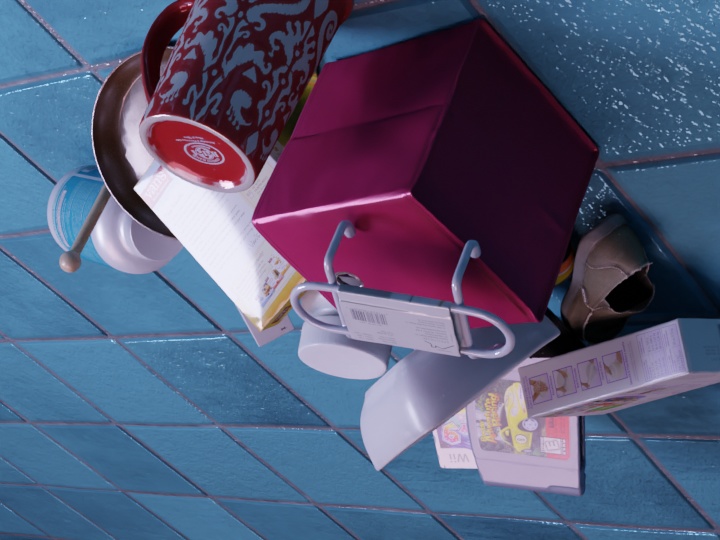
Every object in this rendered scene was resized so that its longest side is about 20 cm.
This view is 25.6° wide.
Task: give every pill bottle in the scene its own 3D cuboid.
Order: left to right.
[{"bbox_3d":[-0.265,-0.056,1.764,0.111,0.111,0.200,40,167,-30],"label":"pill bottle"},{"bbox_3d":[0.000,0.000,1.593,0.109,0.201,0.110,9,157,4],"label":"pill bottle"}]

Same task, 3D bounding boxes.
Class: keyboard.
[{"bbox_3d":[0.143,0.042,1.632,0.126,0.021,0.200,-2,150,35],"label":"keyboard"}]

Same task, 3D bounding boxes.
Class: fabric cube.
[{"bbox_3d":[0.061,-0.073,1.427,0.199,0.201,0.196,-7,139,44],"label":"fabric cube"}]

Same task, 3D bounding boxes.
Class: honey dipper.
[{"bbox_3d":[-0.269,-0.083,1.671,0.038,0.201,0.038,19,153,10],"label":"honey dipper"}]

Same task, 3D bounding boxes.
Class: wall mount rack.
[{"bbox_3d":[0.048,0.035,1.348,0.199,0.075,0.174,10,145,21],"label":"wall mount rack"}]

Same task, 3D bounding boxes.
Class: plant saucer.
[{"bbox_3d":[-0.179,-0.129,1.603,0.199,0.032,0.202,8,110,22],"label":"plant saucer"}]

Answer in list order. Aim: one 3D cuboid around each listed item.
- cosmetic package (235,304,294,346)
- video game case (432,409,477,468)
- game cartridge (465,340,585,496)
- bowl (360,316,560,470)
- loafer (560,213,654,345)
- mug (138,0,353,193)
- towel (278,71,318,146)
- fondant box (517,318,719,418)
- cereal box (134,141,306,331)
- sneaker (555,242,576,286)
[{"bbox_3d":[-0.144,-0.030,1.739,0.151,0.051,0.200,58,174,36],"label":"cosmetic package"},{"bbox_3d":[0.140,0.137,1.818,0.142,0.018,0.201,-3,113,25],"label":"video game case"},{"bbox_3d":[0.184,0.158,1.777,0.132,0.041,0.201,5,116,23],"label":"game cartridge"},{"bbox_3d":[0.088,0.104,1.587,0.075,0.199,0.200,55,156,7],"label":"bowl"},{"bbox_3d":[0.248,0.026,1.577,0.070,0.075,0.200,50,166,27],"label":"loafer"},{"bbox_3d":[-0.112,-0.172,1.384,0.133,0.201,0.177,33,151,-21],"label":"mug"},{"bbox_3d":[-0.076,-0.173,1.557,0.086,0.018,0.200,16,153,17],"label":"towel"},{"bbox_3d":[0.282,0.101,1.614,0.199,0.059,0.144,-23,163,39],"label":"fondant box"},{"bbox_3d":[-0.114,-0.061,1.547,0.200,0.039,0.144,48,119,11],"label":"cereal box"},{"bbox_3d":[0.119,-0.034,1.610,0.199,0.070,0.090,2,139,29],"label":"sneaker"}]
